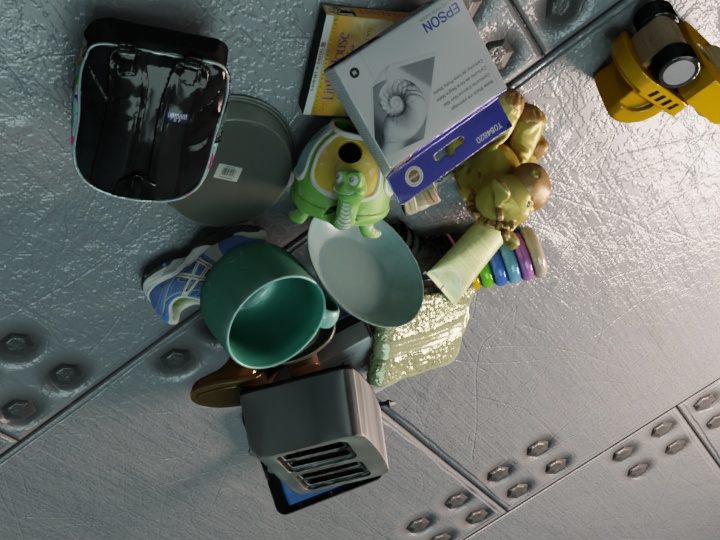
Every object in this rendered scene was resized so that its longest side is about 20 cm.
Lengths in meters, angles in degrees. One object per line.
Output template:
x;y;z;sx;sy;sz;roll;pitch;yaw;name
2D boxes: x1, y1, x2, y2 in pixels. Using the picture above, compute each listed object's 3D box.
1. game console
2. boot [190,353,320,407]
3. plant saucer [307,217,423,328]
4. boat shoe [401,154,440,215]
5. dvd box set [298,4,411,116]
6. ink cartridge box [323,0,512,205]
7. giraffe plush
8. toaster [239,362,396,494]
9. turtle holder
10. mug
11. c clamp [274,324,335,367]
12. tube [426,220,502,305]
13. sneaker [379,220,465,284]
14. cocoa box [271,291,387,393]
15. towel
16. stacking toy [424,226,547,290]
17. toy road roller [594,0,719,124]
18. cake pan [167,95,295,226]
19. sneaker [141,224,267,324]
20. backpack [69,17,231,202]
-0.081;0.301;1.688;0.199;0.119;0.173;-20;136;-5;game console
-0.170;0.110;1.448;0.199;0.155;0.074;-16;147;-14;boot
0.000;0.000;1.370;0.200;0.202;0.039;15;140;-33;plant saucer
0.074;-0.154;1.336;0.065;0.072;0.200;-15;143;1;boat shoe
0.029;-0.266;1.272;0.199;0.029;0.147;0;131;-23;dvd box set
0.084;-0.215;1.224;0.199;0.041;0.200;-37;109;-15;ink cartridge box
0.197;-0.130;1.373;0.200;0.162;0.172;-44;132;19;giraffe plush
-0.054;0.227;1.403;0.199;0.119;0.181;-15;149;7;toaster
-0.028;-0.123;1.284;0.185;0.140;0.132;-31;139;-60;turtle holder
-0.133;0.047;1.331;0.152;0.114;0.185;-43;141;-4;mug
-0.142;0.065;1.410;0.171;0.200;0.027;-44;162;-19;c clamp
0.182;-0.046;1.473;0.200;0.058;0.052;-50;169;-9;tube
0.098;-0.035;1.486;0.199;0.071;0.099;-20;133;-5;sneaker
-0.065;0.138;1.533;0.199;0.131;0.134;-29;136;5;cocoa box
0.094;0.094;1.486;0.199;0.036;0.149;-12;120;-41;towel
0.191;0.002;1.558;0.199;0.086;0.086;-20;136;2;stacking toy
0.425;-0.269;1.379;0.200;0.123;0.146;21;135;-35;toy road roller
-0.179;-0.137;1.299;0.199;0.037;0.201;-12;134;-12;cake pan
-0.210;0.004;1.376;0.200;0.077;0.076;-31;159;13;sneaker
-0.250;-0.185;1.143;0.177;0.151;0.201;6;119;-17;backpack
